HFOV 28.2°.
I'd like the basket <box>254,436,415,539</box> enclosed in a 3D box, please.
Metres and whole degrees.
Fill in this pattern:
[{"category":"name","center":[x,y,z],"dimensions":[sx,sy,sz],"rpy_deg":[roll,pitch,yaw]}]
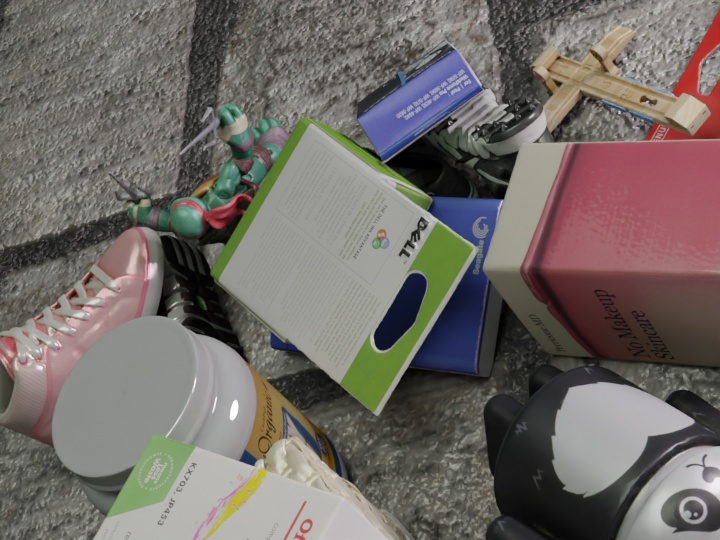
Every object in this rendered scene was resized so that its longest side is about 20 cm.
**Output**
[{"category":"basket","center":[-0.032,0.254,0.921],"dimensions":[0.198,0.161,0.200],"rpy_deg":[-42,47,-2]}]

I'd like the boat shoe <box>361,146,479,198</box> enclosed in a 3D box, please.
[{"category":"boat shoe","center":[0.004,-0.073,1.202],"dimensions":[0.199,0.066,0.070],"rpy_deg":[11,64,38]}]

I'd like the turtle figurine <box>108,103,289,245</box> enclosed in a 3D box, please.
[{"category":"turtle figurine","center":[-0.127,-0.068,1.200],"dimensions":[0.149,0.101,0.200],"rpy_deg":[-31,1,23]}]

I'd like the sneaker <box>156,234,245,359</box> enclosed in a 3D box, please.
[{"category":"sneaker","center":[-0.165,0.075,1.217],"dimensions":[0.115,0.075,0.201],"rpy_deg":[-41,43,22]}]

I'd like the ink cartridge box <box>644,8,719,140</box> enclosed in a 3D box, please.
[{"category":"ink cartridge box","center":[0.316,-0.155,1.071],"dimensions":[0.175,0.045,0.201],"rpy_deg":[18,69,40]}]

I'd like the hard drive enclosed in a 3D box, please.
[{"category":"hard drive","center":[0.022,0.007,1.132],"dimensions":[0.198,0.025,0.133],"rpy_deg":[5,82,36]}]

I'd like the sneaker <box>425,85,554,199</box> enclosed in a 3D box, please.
[{"category":"sneaker","center":[0.108,-0.094,1.148],"dimensions":[0.066,0.091,0.200],"rpy_deg":[-35,19,-8]}]

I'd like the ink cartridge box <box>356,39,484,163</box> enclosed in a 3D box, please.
[{"category":"ink cartridge box","center":[0.045,-0.142,1.172],"dimensions":[0.099,0.039,0.200],"rpy_deg":[-35,11,6]}]

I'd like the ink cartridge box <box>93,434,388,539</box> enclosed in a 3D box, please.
[{"category":"ink cartridge box","center":[-0.064,0.180,0.837],"dimensions":[0.199,0.067,0.118],"rpy_deg":[11,64,37]}]

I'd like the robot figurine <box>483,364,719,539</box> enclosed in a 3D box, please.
[{"category":"robot figurine","center":[0.164,0.136,0.899],"dimensions":[0.200,0.124,0.151],"rpy_deg":[33,92,44]}]

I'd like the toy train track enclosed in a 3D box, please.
[{"category":"toy train track","center":[0.196,-0.150,1.133],"dimensions":[0.115,0.033,0.200],"rpy_deg":[-49,37,-5]}]

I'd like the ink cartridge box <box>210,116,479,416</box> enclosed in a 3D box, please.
[{"category":"ink cartridge box","center":[0.000,0.000,1.087],"dimensions":[0.200,0.076,0.149],"rpy_deg":[38,102,34]}]

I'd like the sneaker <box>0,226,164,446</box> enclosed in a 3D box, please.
[{"category":"sneaker","center":[-0.238,0.049,1.178],"dimensions":[0.075,0.104,0.202],"rpy_deg":[32,99,53]}]

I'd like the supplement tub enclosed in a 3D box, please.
[{"category":"supplement tub","center":[-0.112,0.136,1.030],"dimensions":[0.144,0.200,0.146],"rpy_deg":[-18,50,23]}]

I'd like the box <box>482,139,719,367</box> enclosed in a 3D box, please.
[{"category":"box","center":[0.205,-0.011,0.979],"dimensions":[0.198,0.128,0.110],"rpy_deg":[2,60,35]}]
